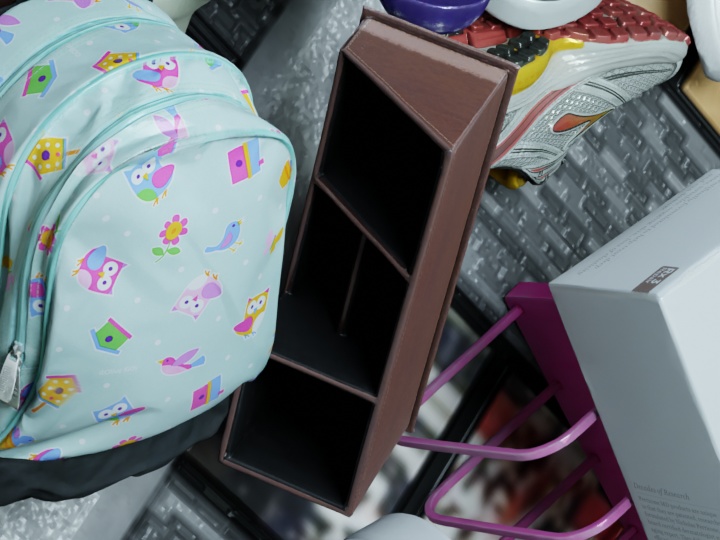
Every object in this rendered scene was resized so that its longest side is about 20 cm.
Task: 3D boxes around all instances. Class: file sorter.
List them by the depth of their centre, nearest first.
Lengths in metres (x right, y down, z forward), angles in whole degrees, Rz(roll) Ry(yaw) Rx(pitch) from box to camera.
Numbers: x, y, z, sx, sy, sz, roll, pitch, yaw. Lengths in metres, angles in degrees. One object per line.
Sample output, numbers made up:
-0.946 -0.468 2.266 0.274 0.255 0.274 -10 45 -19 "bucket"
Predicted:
0.123 0.124 1.181 0.125 0.139 0.200 -40 114 -28 "file sorter"

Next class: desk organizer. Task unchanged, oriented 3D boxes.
0.000 0.000 1.048 0.077 0.071 0.201 -54 163 -53 "desk organizer"

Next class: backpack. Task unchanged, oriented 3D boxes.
-0.102 -0.012 0.977 0.167 0.126 0.201 -23 138 -39 "backpack"

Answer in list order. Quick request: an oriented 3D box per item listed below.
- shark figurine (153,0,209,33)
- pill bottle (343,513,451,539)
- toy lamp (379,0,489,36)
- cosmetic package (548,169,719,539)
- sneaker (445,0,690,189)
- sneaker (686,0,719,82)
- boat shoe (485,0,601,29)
-0.113 -0.139 1.025 0.128 0.089 0.214 -52 168 16 "shark figurine"
-0.040 0.187 1.070 0.200 0.119 0.120 -27 107 -34 "pill bottle"
0.017 -0.044 1.099 0.058 0.058 0.201 -17 134 -36 "toy lamp"
0.175 0.067 1.084 0.113 0.081 0.201 -31 108 -28 "cosmetic package"
0.081 -0.088 1.198 0.200 0.078 0.082 -18 128 -40 "sneaker"
0.224 -0.192 1.273 0.075 0.088 0.201 34 67 -67 "sneaker"
0.116 -0.193 1.196 0.071 0.064 0.200 33 52 9 "boat shoe"
